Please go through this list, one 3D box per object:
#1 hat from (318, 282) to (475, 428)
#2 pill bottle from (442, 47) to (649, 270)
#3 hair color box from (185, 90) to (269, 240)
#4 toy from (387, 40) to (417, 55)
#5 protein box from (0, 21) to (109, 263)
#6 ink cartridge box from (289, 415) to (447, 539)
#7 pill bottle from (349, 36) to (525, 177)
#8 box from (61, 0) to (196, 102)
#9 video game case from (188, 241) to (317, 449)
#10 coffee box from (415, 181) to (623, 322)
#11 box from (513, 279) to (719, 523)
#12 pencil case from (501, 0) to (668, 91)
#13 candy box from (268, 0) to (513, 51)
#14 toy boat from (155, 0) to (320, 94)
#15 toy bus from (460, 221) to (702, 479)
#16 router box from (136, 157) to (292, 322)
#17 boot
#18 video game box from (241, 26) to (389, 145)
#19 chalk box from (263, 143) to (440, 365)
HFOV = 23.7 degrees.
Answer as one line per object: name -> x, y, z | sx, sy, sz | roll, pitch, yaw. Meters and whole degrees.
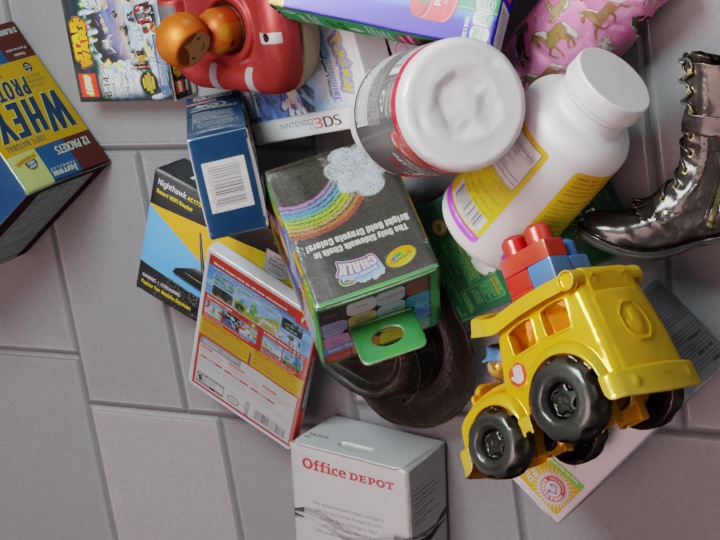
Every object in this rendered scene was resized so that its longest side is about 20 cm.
hat -> 0.015, 0.082, 1.709 | 0.200, 0.081, 0.202 | 20, 121, 37
pill bottle -> 0.161, -0.096, 1.475 | 0.104, 0.104, 0.200 | 47, 130, 10
hair color box -> -0.131, -0.107, 1.669 | 0.060, 0.200, 0.100 | -12, 108, -3
toy -> 0.061, -0.256, 1.575 | 0.115, 0.047, 0.201 | -29, 82, 56
protein box -> -0.425, -0.129, 1.908 | 0.200, 0.135, 0.199 | -39, 84, 38
ink cartridge box -> 0.011, 0.267, 1.794 | 0.145, 0.084, 0.201 | 10, 113, 32
pill bottle -> 0.056, -0.136, 1.475 | 0.111, 0.110, 0.200 | 69, 165, -7
box -> -0.250, -0.277, 1.790 | 0.136, 0.040, 0.201 | 2, 109, 35
video game case -> -0.110, 0.080, 1.773 | 0.143, 0.017, 0.201 | 32, 136, 19
coffee box -> 0.149, -0.041, 1.605 | 0.200, 0.044, 0.123 | -27, 93, 39
box -> 0.225, 0.121, 1.571 | 0.101, 0.112, 0.200 | 46, 125, 11
pencil case -> 0.188, -0.211, 1.489 | 0.200, 0.086, 0.083 | -46, 54, 37
candy box -> 0.039, -0.285, 1.485 | 0.199, 0.077, 0.170 | 13, 88, 12
toy boat -> -0.134, -0.224, 1.604 | 0.199, 0.130, 0.131 | 11, 116, 44
toy bus -> 0.158, 0.066, 1.458 | 0.200, 0.135, 0.193 | -36, 70, 40
router box -> -0.139, -0.010, 1.809 | 0.199, 0.051, 0.150 | 28, 121, 25
boot -> 0.283, -0.101, 1.467 | 0.199, 0.069, 0.175 | 0, 108, 10
video game box -> -0.057, -0.229, 1.655 | 0.182, 0.047, 0.201 | -6, 104, 45
chalk box -> 0.000, 0.000, 1.605 | 0.124, 0.124, 0.201 | 85, 165, -63
